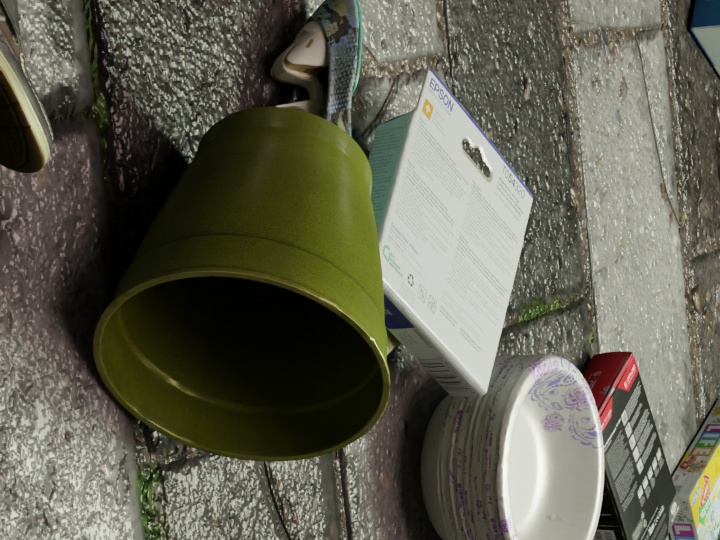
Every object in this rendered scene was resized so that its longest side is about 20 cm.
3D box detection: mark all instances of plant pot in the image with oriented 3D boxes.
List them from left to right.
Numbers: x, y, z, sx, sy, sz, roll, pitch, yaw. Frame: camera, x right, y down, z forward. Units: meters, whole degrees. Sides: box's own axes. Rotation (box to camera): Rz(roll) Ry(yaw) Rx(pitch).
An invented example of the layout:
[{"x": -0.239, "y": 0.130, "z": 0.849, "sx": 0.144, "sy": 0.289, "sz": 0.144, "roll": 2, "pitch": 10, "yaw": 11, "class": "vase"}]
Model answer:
[{"x": -0.067, "y": -0.003, "z": 1.458, "sx": 0.200, "sy": 0.200, "sz": 0.193, "roll": 57, "pitch": 31, "yaw": -40, "class": "plant pot"}]

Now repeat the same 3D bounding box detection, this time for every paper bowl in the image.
[{"x": 0.126, "y": 0.173, "z": 1.819, "sx": 0.201, "sy": 0.104, "sz": 0.201, "roll": 6, "pitch": 83, "yaw": -59, "class": "paper bowl"}]

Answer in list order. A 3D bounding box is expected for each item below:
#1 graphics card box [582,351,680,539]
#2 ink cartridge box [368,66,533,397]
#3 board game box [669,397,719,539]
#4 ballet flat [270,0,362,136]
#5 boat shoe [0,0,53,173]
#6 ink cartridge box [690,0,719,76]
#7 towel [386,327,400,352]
[{"x": 0.256, "y": 0.197, "z": 2.082, "sx": 0.126, "sy": 0.051, "sz": 0.200, "roll": -54, "pitch": 131, "yaw": -46, "class": "graphics card box"}, {"x": 0.065, "y": -0.029, "z": 1.723, "sx": 0.196, "sy": 0.043, "sz": 0.200, "roll": 47, "pitch": 48, "yaw": -43, "class": "ink cartridge box"}, {"x": 0.394, "y": 0.249, "z": 2.320, "sx": 0.200, "sy": 0.034, "sz": 0.135, "roll": -48, "pitch": 128, "yaw": -49, "class": "board game box"}, {"x": -0.037, "y": -0.132, "z": 1.610, "sx": 0.074, "sy": 0.074, "sz": 0.200, "roll": 32, "pitch": 52, "yaw": -53, "class": "ballet flat"}, {"x": -0.235, "y": -0.150, "z": 1.278, "sx": 0.065, "sy": 0.073, "sz": 0.200, "roll": -55, "pitch": 133, "yaw": -37, "class": "boat shoe"}, {"x": 0.453, "y": -0.324, "z": 2.402, "sx": 0.145, "sy": 0.084, "sz": 0.200, "roll": 44, "pitch": 52, "yaw": -48, "class": "ink cartridge box"}, {"x": 0.000, "y": 0.000, "z": 1.690, "sx": 0.200, "sy": 0.036, "sz": 0.149, "roll": -46, "pitch": 126, "yaw": -49, "class": "towel"}]
